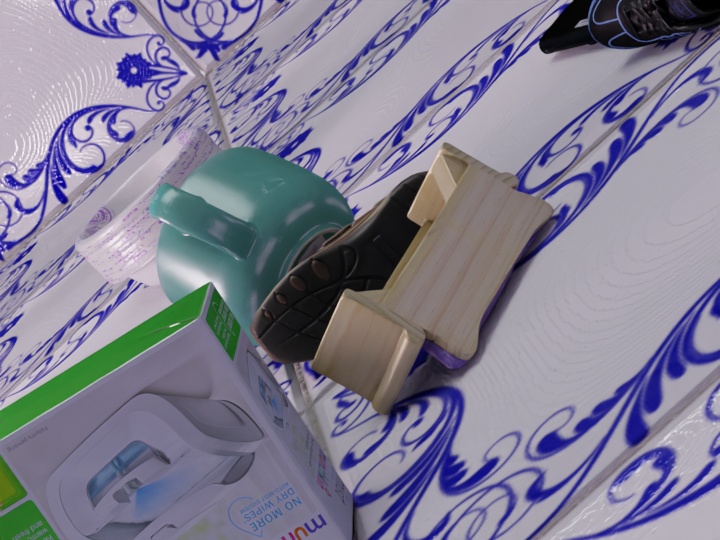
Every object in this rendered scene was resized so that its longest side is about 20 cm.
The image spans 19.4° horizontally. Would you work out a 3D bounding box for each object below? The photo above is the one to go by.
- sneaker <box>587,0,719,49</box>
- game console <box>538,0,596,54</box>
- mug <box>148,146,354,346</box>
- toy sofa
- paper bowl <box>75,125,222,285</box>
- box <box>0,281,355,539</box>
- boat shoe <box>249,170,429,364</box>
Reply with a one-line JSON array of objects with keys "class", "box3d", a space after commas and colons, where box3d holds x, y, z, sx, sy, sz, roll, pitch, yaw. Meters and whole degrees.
[{"class": "sneaker", "box3d": [0.239, -0.212, 1.611, 0.200, 0.070, 0.078, -28, 16, 48]}, {"class": "game console", "box3d": [0.251, -0.258, 1.816, 0.177, 0.031, 0.200, -50, 14, -14]}, {"class": "mug", "box3d": [-0.085, -0.010, 1.722, 0.114, 0.153, 0.185, 26, 32, 34]}, {"class": "toy sofa", "box3d": [0.053, 0.010, 1.484, 0.200, 0.097, 0.083, -57, -5, -45]}, {"class": "paper bowl", "box3d": [-0.223, -0.062, 2.405, 0.200, 0.104, 0.201, -40, 15, 12]}, {"class": "box", "box3d": [-0.132, 0.138, 1.319, 0.200, 0.177, 0.097, -30, 11, 7]}, {"class": "boat shoe", "box3d": [0.000, 0.000, 1.669, 0.200, 0.076, 0.074, -38, 6, -6]}]
